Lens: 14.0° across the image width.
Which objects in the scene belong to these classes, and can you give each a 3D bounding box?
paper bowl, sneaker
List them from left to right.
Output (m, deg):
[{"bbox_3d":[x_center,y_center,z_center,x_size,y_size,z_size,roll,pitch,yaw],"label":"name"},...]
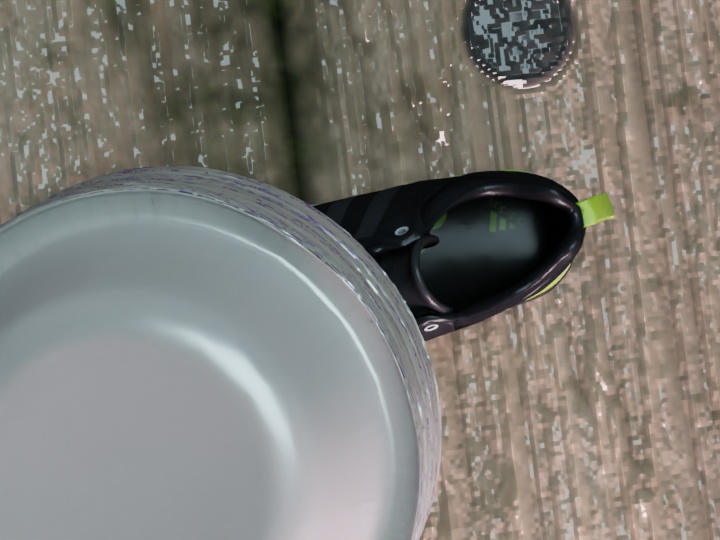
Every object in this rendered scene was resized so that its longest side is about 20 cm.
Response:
[{"bbox_3d":[-0.075,0.067,1.063,0.200,0.104,0.202,2,100,8],"label":"paper bowl"},{"bbox_3d":[0.000,0.000,1.128,0.199,0.083,0.072,-21,90,-13],"label":"sneaker"}]
